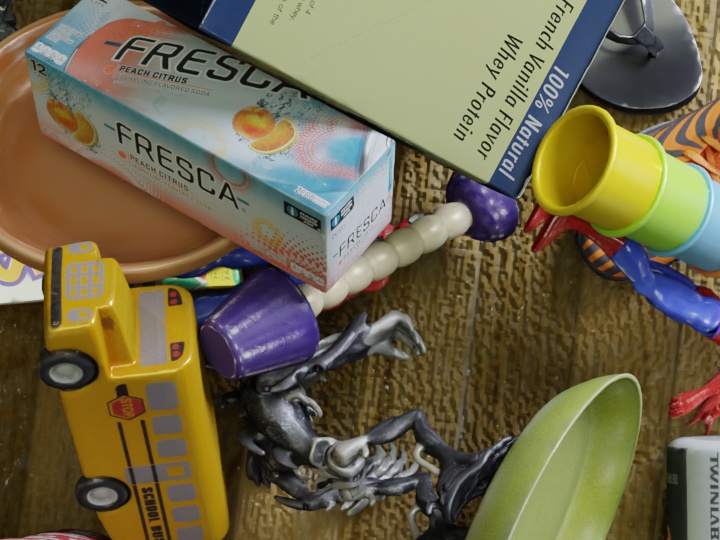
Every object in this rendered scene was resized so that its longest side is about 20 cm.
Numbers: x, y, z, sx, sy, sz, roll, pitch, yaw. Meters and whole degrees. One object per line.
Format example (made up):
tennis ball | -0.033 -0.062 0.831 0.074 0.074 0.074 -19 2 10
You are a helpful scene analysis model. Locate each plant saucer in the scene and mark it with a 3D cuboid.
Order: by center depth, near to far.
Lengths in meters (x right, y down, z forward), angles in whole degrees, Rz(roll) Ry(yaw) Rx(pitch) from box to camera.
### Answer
plant saucer | 0.096 0.143 0.990 0.031 0.200 0.200 22 87 23
plant saucer | -0.133 -0.069 1.025 0.200 0.037 0.200 1 53 -1

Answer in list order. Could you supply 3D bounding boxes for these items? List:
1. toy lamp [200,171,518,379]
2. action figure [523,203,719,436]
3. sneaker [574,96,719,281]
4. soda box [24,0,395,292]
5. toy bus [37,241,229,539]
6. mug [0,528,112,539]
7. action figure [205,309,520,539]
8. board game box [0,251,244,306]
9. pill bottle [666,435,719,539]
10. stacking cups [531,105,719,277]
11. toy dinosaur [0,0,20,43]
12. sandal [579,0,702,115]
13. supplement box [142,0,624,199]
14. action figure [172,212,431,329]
toy lamp | 0.000 0.000 1.000 0.200 0.058 0.058 -31 88 -29
action figure | 0.173 0.040 1.029 0.200 0.065 0.099 27 106 -8
sneaker | 0.209 -0.070 1.034 0.200 0.112 0.078 -40 88 -2
soda box | -0.080 -0.072 0.961 0.200 0.068 0.064 29 57 19
toy bus | -0.121 0.072 0.980 0.078 0.200 0.065 -6 47 -1
mug | -0.153 0.215 0.969 0.177 0.200 0.133 40 86 0
action figure | -0.001 0.092 1.024 0.200 0.102 0.119 28 130 34
board game box | -0.171 -0.030 1.068 0.200 0.030 0.096 -5 88 1
pill bottle | 0.226 0.195 1.025 0.106 0.106 0.200 0 87 -1
stacking cups | 0.185 -0.028 0.975 0.200 0.060 0.061 20 86 -33
toy dinosaur | -0.232 -0.197 1.015 0.200 0.136 0.102 -27 68 -43
sandal | 0.130 -0.177 1.072 0.076 0.043 0.200 -34 88 -3
supplement box | 0.027 -0.178 0.966 0.200 0.134 0.200 26 95 -24
action figure | -0.046 -0.002 1.043 0.200 0.052 0.066 -16 87 -21
